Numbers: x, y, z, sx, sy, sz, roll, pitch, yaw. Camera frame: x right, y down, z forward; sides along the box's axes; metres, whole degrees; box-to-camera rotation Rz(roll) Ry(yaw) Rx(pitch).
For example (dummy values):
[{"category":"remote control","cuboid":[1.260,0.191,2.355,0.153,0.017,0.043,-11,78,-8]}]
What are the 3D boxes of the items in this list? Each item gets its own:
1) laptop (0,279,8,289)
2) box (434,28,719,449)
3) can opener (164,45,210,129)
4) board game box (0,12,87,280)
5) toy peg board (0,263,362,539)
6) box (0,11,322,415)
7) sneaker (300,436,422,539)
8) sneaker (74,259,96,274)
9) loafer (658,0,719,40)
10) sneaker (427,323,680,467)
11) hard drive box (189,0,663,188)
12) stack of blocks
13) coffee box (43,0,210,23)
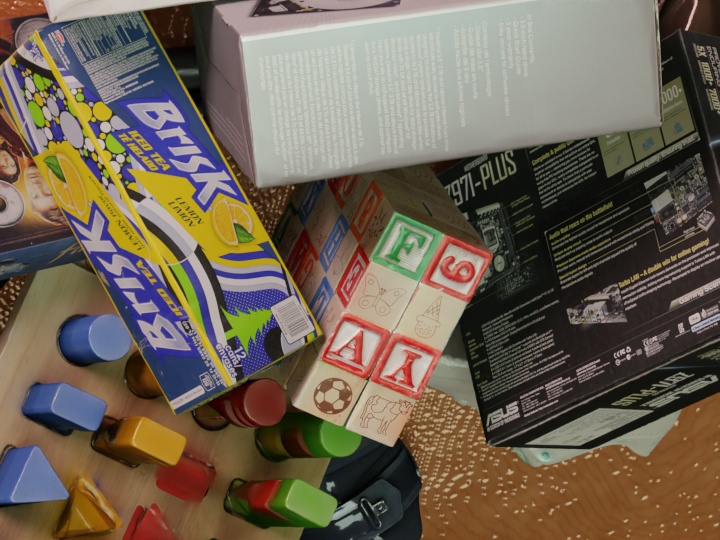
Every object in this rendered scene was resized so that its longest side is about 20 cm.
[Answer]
[{"category":"laptop","cuboid":[-0.306,-0.016,1.251,0.200,0.103,0.177,-21,131,25]},{"category":"box","cuboid":[0.146,-0.010,1.221,0.086,0.164,0.200,5,154,-42]},{"category":"can opener","cuboid":[-0.067,-0.102,1.261,0.200,0.066,0.053,-5,111,-3]},{"category":"board game box","cuboid":[-0.216,-0.056,1.161,0.200,0.035,0.136,-16,69,-35]},{"category":"toy peg board","cuboid":[-0.106,0.118,1.189,0.199,0.098,0.200,28,73,-23]},{"category":"box","cuboid":[-0.104,-0.033,1.142,0.064,0.070,0.200,-28,89,-33]},{"category":"sneaker","cuboid":[-0.055,0.146,1.322,0.202,0.077,0.146,-30,113,-17]},{"category":"sneaker","cuboid":[-0.163,-0.018,1.258,0.200,0.076,0.092,29,137,-20]},{"category":"loafer","cuboid":[0.189,-0.086,1.302,0.073,0.071,0.200,4,108,-11]},{"category":"sneaker","cuboid":[0.097,0.076,1.349,0.200,0.075,0.089,9,120,-13]},{"category":"hard drive box","cuboid":[0.027,-0.108,1.111,0.200,0.156,0.077,-9,109,-12]},{"category":"stack of blocks","cuboid":[0.000,0.000,1.230,0.059,0.200,0.115,23,103,-16]},{"category":"coffee box","cuboid":[-0.079,-0.250,1.131,0.200,0.198,0.200,-9,109,-8]}]
